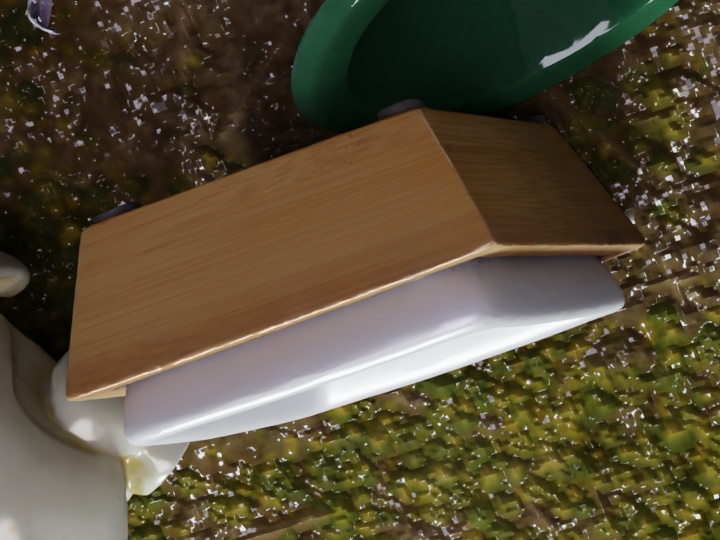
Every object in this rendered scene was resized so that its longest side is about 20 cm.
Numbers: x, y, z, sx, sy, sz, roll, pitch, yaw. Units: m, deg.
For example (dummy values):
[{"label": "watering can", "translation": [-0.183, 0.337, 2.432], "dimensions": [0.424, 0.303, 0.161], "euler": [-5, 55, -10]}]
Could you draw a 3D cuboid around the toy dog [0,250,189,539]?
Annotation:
[{"label": "toy dog", "translation": [-0.182, 0.060, 1.110], "dimensions": [0.200, 0.194, 0.140], "euler": [33, 126, -10]}]

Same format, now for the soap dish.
[{"label": "soap dish", "translation": [0.000, 0.000, 1.051], "dimensions": [0.157, 0.200, 0.081], "euler": [-20, 84, 18]}]

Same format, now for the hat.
[{"label": "hat", "translation": [0.031, -0.171, 1.048], "dimensions": [0.200, 0.166, 0.176], "euler": [-28, 69, 3]}]

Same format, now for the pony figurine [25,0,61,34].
[{"label": "pony figurine", "translation": [-0.095, -0.185, 1.019], "dimensions": [0.200, 0.167, 0.193], "euler": [4, 84, 24]}]
